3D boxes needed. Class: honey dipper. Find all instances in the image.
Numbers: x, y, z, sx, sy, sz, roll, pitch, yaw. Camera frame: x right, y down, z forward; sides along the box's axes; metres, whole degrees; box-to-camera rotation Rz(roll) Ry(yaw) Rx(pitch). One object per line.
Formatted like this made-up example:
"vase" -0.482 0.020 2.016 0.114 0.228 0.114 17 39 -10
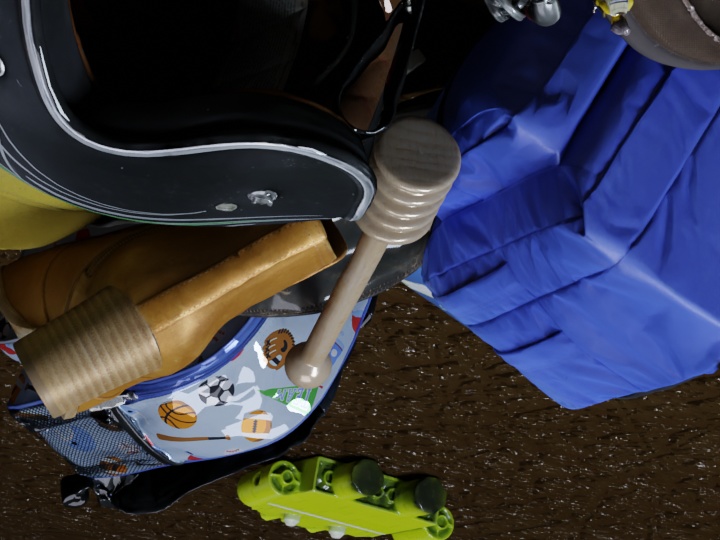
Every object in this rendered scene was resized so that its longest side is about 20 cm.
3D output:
"honey dipper" 0.000 0.000 1.106 0.038 0.038 0.200 12 149 -9

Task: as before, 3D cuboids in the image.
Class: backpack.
"backpack" 0.111 -0.042 1.096 0.168 0.163 0.200 41 159 -3
"backpack" -0.091 0.015 1.370 0.190 0.200 0.154 -6 145 33

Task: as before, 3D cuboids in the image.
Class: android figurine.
"android figurine" -0.016 0.197 2.140 0.182 0.041 0.200 18 160 -27

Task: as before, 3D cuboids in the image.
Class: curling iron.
"curling iron" 0.052 -0.123 0.935 0.026 0.050 0.200 -29 -168 8

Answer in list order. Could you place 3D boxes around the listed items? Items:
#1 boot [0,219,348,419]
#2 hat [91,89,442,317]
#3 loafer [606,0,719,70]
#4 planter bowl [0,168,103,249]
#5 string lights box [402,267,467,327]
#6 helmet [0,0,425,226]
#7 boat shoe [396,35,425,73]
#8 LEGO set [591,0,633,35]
"boot" -0.080 0.004 1.081 0.144 0.071 0.201 -29 -169 -6
"hat" -0.023 -0.022 1.187 0.200 0.081 0.201 -19 -176 1
"loafer" 0.117 -0.131 0.929 0.071 0.073 0.200 -2 160 36
"planter bowl" -0.159 -0.068 1.073 0.200 0.200 0.084 19 117 -28
"string lights box" 0.081 -0.011 1.369 0.103 0.059 0.200 0 161 32
"helmet" -0.074 -0.109 0.923 0.190 0.200 0.200 14 163 -4
"boat shoe" -0.044 -0.095 1.161 0.066 0.074 0.199 62 156 -10
"LEGO set" 0.043 -0.127 0.774 0.200 0.116 0.154 -10 -172 -17
